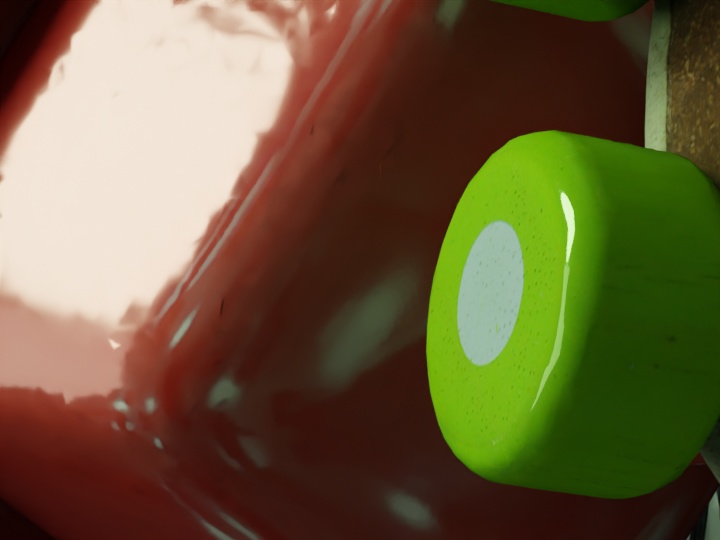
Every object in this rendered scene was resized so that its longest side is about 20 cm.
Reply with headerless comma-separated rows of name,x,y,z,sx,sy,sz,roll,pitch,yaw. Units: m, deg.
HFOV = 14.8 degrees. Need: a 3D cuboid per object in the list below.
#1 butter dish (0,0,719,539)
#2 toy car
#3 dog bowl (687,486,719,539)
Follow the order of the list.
butter dish,0.017,0.000,0.529,0.148,0.199,0.200,18,73,47
toy car,0.124,-0.045,0.401,0.200,0.164,0.158,142,133,-59
dog bowl,0.080,0.052,0.762,0.200,0.074,0.201,-176,90,-79
